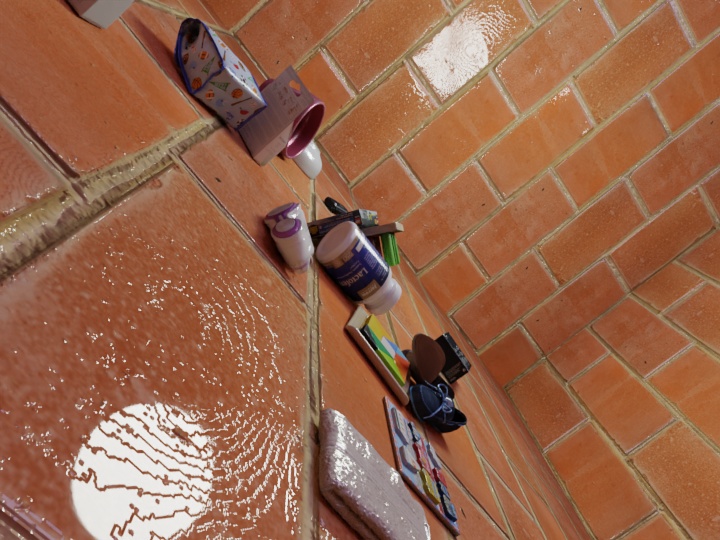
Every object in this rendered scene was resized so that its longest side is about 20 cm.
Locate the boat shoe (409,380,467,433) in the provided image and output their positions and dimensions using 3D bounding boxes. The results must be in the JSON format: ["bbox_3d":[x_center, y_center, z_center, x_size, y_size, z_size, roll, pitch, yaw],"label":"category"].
[{"bbox_3d":[0.160,0.271,1.164,0.200,0.067,0.086,40,38,-53],"label":"boat shoe"}]

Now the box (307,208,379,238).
[{"bbox_3d":[-0.039,-0.112,1.397,0.200,0.133,0.041,-16,93,-76],"label":"box"}]

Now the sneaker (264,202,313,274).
[{"bbox_3d":[-0.127,-0.059,1.043,0.201,0.073,0.102,-108,178,-65],"label":"sneaker"}]

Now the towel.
[{"bbox_3d":[0.021,0.257,0.638,0.201,0.034,0.133,51,8,-17],"label":"towel"}]

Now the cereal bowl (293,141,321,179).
[{"bbox_3d":[-0.200,-0.426,2.022,0.202,0.083,0.200,53,7,-10],"label":"cereal bowl"}]

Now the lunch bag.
[{"bbox_3d":[-0.322,-0.446,1.291,0.170,0.122,0.203,35,27,-62],"label":"lunch bag"}]

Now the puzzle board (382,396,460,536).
[{"bbox_3d":[0.096,0.304,0.923,0.152,0.017,0.201,51,8,-18],"label":"puzzle board"}]

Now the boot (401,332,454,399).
[{"bbox_3d":[0.129,0.202,1.250,0.146,0.069,0.203,24,-37,62],"label":"boot"}]

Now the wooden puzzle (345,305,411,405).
[{"bbox_3d":[0.045,0.160,1.156,0.186,0.037,0.200,53,8,-3],"label":"wooden puzzle"}]

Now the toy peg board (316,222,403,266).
[{"bbox_3d":[0.012,-0.049,1.429,0.200,0.194,0.101,-15,93,-81],"label":"toy peg board"}]

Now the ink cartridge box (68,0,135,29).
[{"bbox_3d":[-0.426,-0.511,0.885,0.202,0.144,0.083,52,8,-5],"label":"ink cartridge box"}]

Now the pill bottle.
[{"bbox_3d":[0.000,0.000,1.281,0.201,0.115,0.116,48,9,-25],"label":"pill bottle"}]

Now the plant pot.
[{"bbox_3d":[-0.230,-0.473,1.736,0.178,0.202,0.200,38,7,7],"label":"plant pot"}]

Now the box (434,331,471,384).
[{"bbox_3d":[0.293,0.284,1.892,0.143,0.078,0.200,58,9,11],"label":"box"}]

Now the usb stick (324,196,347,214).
[{"bbox_3d":[-0.083,-0.221,2.015,0.056,0.033,0.200,47,7,9],"label":"usb stick"}]

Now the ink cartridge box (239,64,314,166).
[{"bbox_3d":[-0.203,-0.374,1.383,0.163,0.199,0.050,58,11,33],"label":"ink cartridge box"}]
